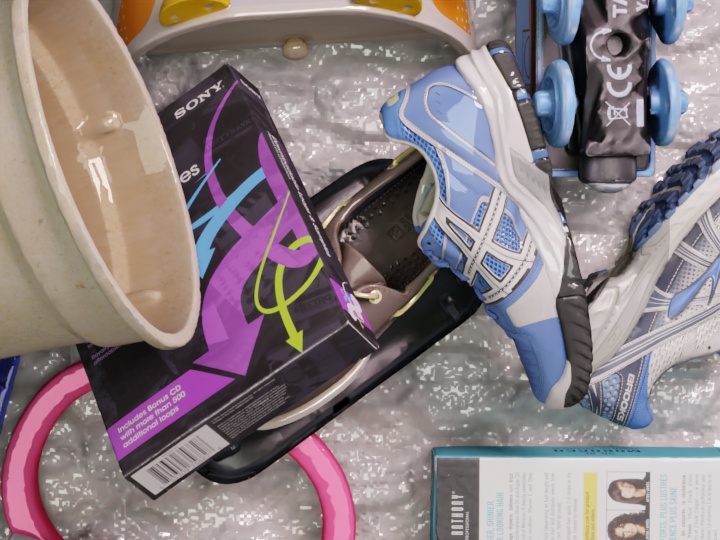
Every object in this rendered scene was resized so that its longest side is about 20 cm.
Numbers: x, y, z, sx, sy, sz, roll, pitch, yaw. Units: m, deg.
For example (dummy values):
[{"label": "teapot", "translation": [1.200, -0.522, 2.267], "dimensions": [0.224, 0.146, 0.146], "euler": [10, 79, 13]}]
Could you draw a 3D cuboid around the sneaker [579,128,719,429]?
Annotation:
[{"label": "sneaker", "translation": [0.182, 0.001, 1.457], "dimensions": [0.085, 0.077, 0.200], "euler": [37, 101, -9]}]

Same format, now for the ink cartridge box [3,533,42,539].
[{"label": "ink cartridge box", "translation": [-0.147, 0.261, 1.439], "dimensions": [0.145, 0.084, 0.201], "euler": [13, 104, 0]}]

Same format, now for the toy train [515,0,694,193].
[{"label": "toy train", "translation": [0.123, -0.142, 1.420], "dimensions": [0.086, 0.114, 0.201], "euler": [-2, 94, -12]}]

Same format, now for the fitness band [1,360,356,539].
[{"label": "fitness band", "translation": [-0.099, 0.127, 1.473], "dimensions": [0.199, 0.037, 0.144], "euler": [23, 93, 0]}]

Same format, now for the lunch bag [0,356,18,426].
[{"label": "lunch bag", "translation": [-0.284, 0.129, 1.445], "dimensions": [0.150, 0.094, 0.201], "euler": [14, 101, -1]}]

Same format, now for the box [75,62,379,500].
[{"label": "box", "translation": [-0.087, 0.002, 1.396], "dimensions": [0.143, 0.036, 0.200], "euler": [-35, 48, 11]}]

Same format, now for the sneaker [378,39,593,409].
[{"label": "sneaker", "translation": [0.069, -0.018, 1.375], "dimensions": [0.077, 0.076, 0.201], "euler": [-18, 109, 3]}]

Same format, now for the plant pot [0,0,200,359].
[{"label": "plant pot", "translation": [-0.201, -0.028, 1.315], "dimensions": [0.183, 0.200, 0.201], "euler": [-20, 93, 12]}]

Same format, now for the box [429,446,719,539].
[{"label": "box", "translation": [0.138, 0.139, 1.468], "dimensions": [0.199, 0.049, 0.083], "euler": [1, 93, 0]}]

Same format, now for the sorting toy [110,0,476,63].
[{"label": "sorting toy", "translation": [-0.042, -0.206, 1.439], "dimensions": [0.199, 0.107, 0.181], "euler": [-4, 74, 0]}]

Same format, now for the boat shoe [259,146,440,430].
[{"label": "boat shoe", "translation": [0.000, 0.000, 1.405], "dimensions": [0.072, 0.060, 0.200], "euler": [43, 73, 8]}]

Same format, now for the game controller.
[{"label": "game controller", "translation": [-0.028, 0.025, 1.448], "dimensions": [0.200, 0.042, 0.104], "euler": [-36, 79, -16]}]
